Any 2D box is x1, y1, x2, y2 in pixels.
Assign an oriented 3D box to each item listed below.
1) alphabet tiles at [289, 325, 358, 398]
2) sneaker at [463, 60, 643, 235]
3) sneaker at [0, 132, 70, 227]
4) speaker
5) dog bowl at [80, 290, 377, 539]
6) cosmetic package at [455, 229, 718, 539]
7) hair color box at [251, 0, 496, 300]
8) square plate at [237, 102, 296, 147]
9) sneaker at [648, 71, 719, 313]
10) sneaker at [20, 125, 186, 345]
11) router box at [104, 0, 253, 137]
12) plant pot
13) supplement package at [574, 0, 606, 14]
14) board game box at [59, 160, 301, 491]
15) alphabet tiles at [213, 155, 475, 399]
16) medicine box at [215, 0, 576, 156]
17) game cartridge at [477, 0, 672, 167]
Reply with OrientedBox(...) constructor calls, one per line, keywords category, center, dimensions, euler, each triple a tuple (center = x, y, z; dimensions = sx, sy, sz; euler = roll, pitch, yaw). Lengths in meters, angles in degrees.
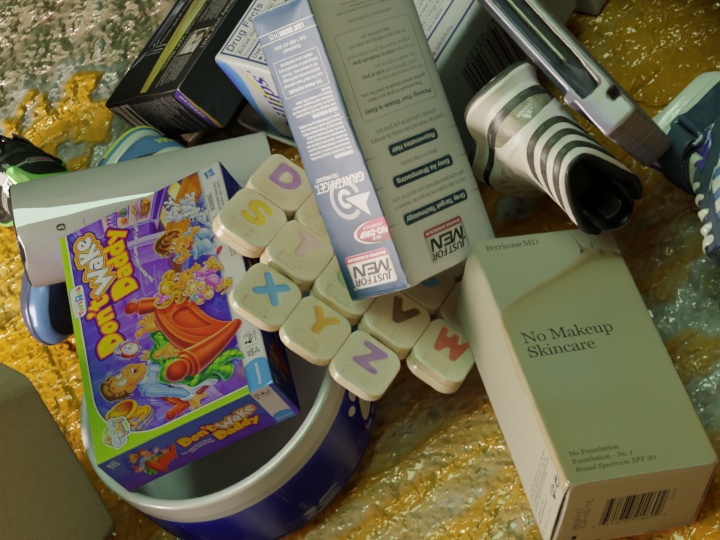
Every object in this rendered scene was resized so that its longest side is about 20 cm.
OrientedBox(category="alphabet tiles", center=(-0.080, 0.032, 1.370), dimensions=(0.195, 0.015, 0.200), euler=(-21, 51, 15))
OrientedBox(category="sneaker", center=(0.133, -0.059, 1.223), dimensions=(0.076, 0.200, 0.115), euler=(-41, 74, 2))
OrientedBox(category="sneaker", center=(-0.286, -0.083, 1.483), dimensions=(0.077, 0.084, 0.200), euler=(-50, 16, -12))
OrientedBox(category="speaker", center=(-0.158, -0.046, 1.363), dimensions=(0.200, 0.081, 0.081), euler=(-13, 51, -4))
OrientedBox(category="dog bowl", center=(-0.092, 0.092, 1.275), dimensions=(0.200, 0.079, 0.200), euler=(-14, 55, 20))
OrientedBox(category="cosmetic package", center=(0.140, 0.071, 1.160), dimensions=(0.103, 0.073, 0.200), euler=(-8, 50, -15))
OrientedBox(category="hair color box", center=(0.010, -0.091, 1.203), dimensions=(0.060, 0.200, 0.100), euler=(-15, 7, 45))
OrientedBox(category="square plate", center=(0.029, -0.157, 1.432), dimensions=(0.200, 0.028, 0.198), euler=(27, 75, 39))
OrientedBox(category="sneaker", center=(0.241, -0.048, 1.216), dimensions=(0.146, 0.081, 0.200), euler=(7, 67, 44))
OrientedBox(category="sneaker", center=(-0.194, -0.025, 1.435), dimensions=(0.082, 0.074, 0.200), euler=(21, 71, 35))
OrientedBox(category="router box", center=(-0.110, -0.204, 1.482), dimensions=(0.200, 0.052, 0.157), euler=(-58, 24, -16))
OrientedBox(category="plant pot", center=(-0.292, 0.165, 1.263), dimensions=(0.177, 0.200, 0.200), euler=(-35, 23, -22))
OrientedBox(category="supplement package", center=(0.128, -0.305, 1.364), dimensions=(0.114, 0.200, 0.110), euler=(20, 69, 37))
OrientedBox(category="board game box", center=(-0.128, 0.036, 1.250), dimensions=(0.134, 0.045, 0.200), euler=(-26, 51, 11))
OrientedBox(category="alphabet tiles", center=(0.000, 0.000, 1.244), dimensions=(0.200, 0.015, 0.196), euler=(34, 40, 3))
OrientedBox(category="medicine box", center=(0.026, -0.183, 1.363), dimensions=(0.200, 0.103, 0.182), euler=(19, 70, 37))
OrientedBox(category="game cartridge", center=(0.119, -0.153, 1.191), dimensions=(0.038, 0.130, 0.200), euler=(-42, 71, 7))
